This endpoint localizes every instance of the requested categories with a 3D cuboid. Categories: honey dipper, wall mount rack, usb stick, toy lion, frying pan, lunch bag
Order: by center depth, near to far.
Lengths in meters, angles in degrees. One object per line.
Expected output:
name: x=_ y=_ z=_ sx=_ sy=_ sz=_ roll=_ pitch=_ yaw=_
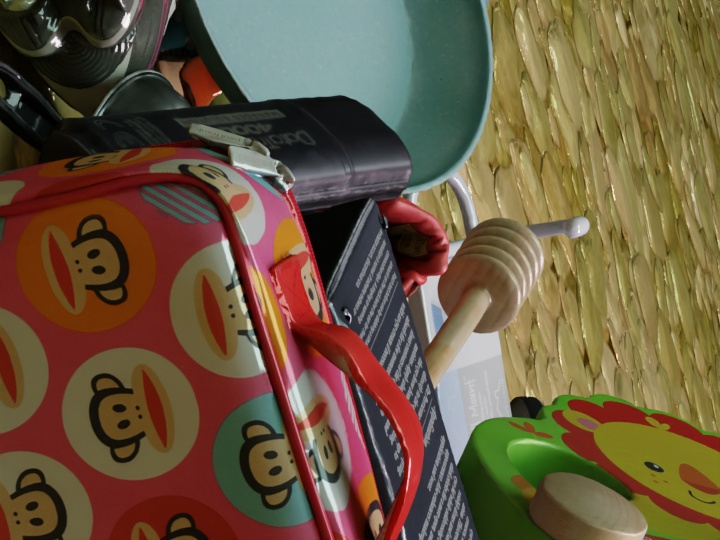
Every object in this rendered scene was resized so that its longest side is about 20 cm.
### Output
lunch bag: x=-0.067 y=0.061 z=0.864 sx=0.082 sy=0.176 sz=0.200 roll=-45 pitch=122 yaw=-72
usb stick: x=-0.047 y=-0.041 z=1.040 sx=0.055 sy=0.033 sz=0.200 roll=43 pitch=25 yaw=20
frying pan: x=-0.092 y=-0.046 z=1.043 sx=0.190 sy=0.031 sz=0.115 roll=82 pitch=28 yaw=-49
honey dipper: x=0.032 y=0.033 z=1.116 sx=0.200 sy=0.038 sz=0.038 roll=-51 pitch=128 yaw=-59
toy lion: x=0.126 y=0.105 z=1.185 sx=0.069 sy=0.200 sz=0.192 roll=-67 pitch=-153 yaw=17
wall mount rack: x=0.059 y=0.045 z=1.285 sx=0.174 sy=0.075 sz=0.200 roll=-15 pitch=96 yaw=-57

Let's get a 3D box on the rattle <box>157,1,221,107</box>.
rattle: x=-0.067 y=-0.122 z=1.302 sx=0.130 sy=0.143 sz=0.200 roll=54 pitch=54 yaw=-32

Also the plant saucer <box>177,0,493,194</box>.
plant saucer: x=-0.020 y=-0.123 z=1.216 sx=0.200 sy=0.036 sz=0.200 roll=24 pitch=56 yaw=-39

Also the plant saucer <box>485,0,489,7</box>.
plant saucer: x=0.006 y=-0.201 z=1.369 sx=0.027 sy=0.200 sz=0.200 roll=-32 pitch=117 yaw=-27

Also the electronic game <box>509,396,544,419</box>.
electronic game: x=0.093 y=0.170 z=1.514 sx=0.200 sy=0.042 sz=0.200 roll=180 pitch=-90 yaw=-85

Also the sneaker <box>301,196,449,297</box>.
sneaker: x=0.000 y=0.000 z=1.165 sx=0.200 sy=0.085 sz=0.077 roll=-29 pitch=100 yaw=-78

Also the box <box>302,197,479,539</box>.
box: x=-0.043 y=0.094 z=0.988 sx=0.104 sy=0.148 sz=0.200 roll=-67 pitch=143 yaw=-66

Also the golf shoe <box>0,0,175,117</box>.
golf shoe: x=-0.107 y=-0.153 z=1.109 sx=0.088 sy=0.077 sz=0.200 roll=69 pitch=24 yaw=-57
